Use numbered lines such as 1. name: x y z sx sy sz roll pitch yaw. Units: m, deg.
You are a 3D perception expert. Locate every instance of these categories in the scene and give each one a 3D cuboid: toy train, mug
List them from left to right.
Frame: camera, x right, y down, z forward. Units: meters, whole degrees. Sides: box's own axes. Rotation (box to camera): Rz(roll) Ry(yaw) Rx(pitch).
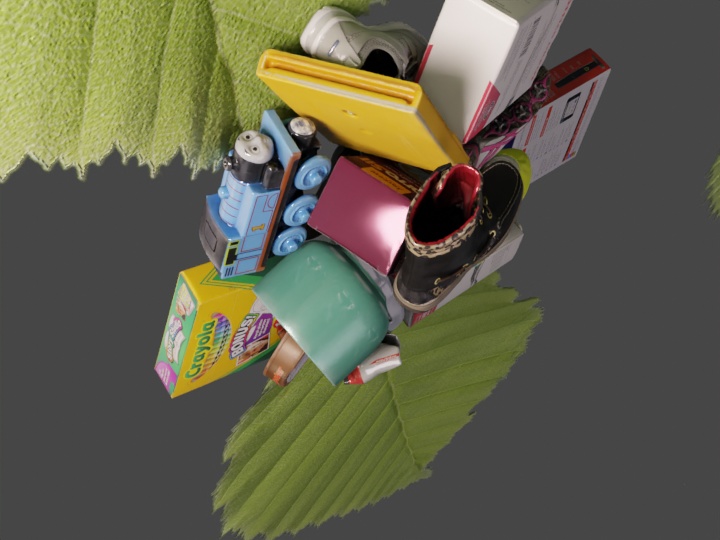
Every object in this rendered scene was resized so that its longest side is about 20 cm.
1. toy train: -0.106 -0.081 0.995 0.113 0.087 0.201 -16 148 -32
2. mug: -0.045 0.034 1.094 0.114 0.185 0.153 -41 129 -5

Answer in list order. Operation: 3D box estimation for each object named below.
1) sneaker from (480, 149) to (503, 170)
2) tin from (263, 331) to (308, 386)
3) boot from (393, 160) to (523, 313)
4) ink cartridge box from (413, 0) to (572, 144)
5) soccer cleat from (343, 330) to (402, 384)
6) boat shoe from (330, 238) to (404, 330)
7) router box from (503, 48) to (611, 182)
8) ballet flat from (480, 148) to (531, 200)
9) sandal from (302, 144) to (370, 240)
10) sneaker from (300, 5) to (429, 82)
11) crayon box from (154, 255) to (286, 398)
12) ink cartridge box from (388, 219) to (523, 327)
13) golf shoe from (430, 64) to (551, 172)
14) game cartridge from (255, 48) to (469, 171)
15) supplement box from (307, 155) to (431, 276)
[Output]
1. sneaker: 0.132 -0.103 1.255 0.089 0.076 0.199 -11 -158 47
2. tin: -0.066 0.078 1.281 0.201 0.042 0.112 -53 179 -40
3. boot: 0.106 -0.060 0.936 0.200 0.073 0.151 -45 163 -16
4. ink cartridge box: 0.145 -0.248 0.990 0.200 0.084 0.146 -43 161 -48
5. soccer cleat: 0.010 0.103 1.217 0.083 0.070 0.200 -13 -173 -1
6. boat shoe: 0.000 0.000 1.223 0.071 0.062 0.202 -32 130 -12
7. router box: 0.268 -0.210 1.369 0.178 0.049 0.201 -30 155 -21
8. ballet flat: 0.169 -0.096 1.174 0.202 0.066 0.067 -61 153 -27
9. sandal: -0.015 -0.102 1.137 0.074 0.045 0.201 -14 146 -45
10. sneaker: 0.021 -0.209 0.954 0.198 0.082 0.075 -7 141 -52
11. crayon box: -0.165 0.061 1.185 0.171 0.058 0.201 -22 151 -37
12. ink cartridge box: 0.110 -0.038 1.312 0.198 0.148 0.083 -31 158 -18
13. golf shoe: 0.156 -0.182 1.154 0.200 0.073 0.092 -44 177 13
14. game cartridge: 0.010 -0.155 0.935 0.033 0.174 0.200 -70 158 -4
15. supplement box: 0.040 -0.068 1.047 0.087 0.109 0.199 -62 163 18
